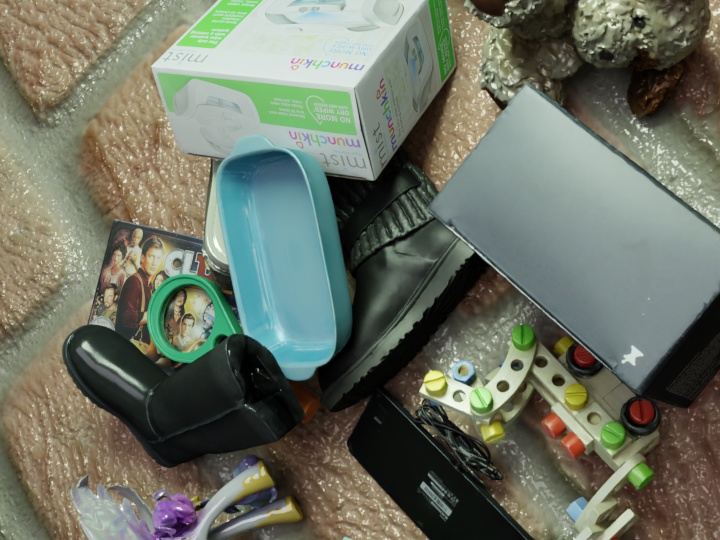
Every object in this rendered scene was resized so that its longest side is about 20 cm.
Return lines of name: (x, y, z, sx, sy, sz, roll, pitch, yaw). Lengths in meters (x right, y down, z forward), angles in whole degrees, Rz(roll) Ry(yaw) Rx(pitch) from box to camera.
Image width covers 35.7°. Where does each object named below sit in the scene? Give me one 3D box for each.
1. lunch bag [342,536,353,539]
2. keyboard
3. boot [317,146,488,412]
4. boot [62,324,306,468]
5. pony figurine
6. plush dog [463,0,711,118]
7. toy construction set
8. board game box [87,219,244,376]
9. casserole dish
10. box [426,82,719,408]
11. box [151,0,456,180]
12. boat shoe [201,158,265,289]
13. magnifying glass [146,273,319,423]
lunch bag: (-0.002, 0.285, 0.852, 0.077, 0.200, 0.162, 17, 87, 25)
keyboard: (0.079, 0.176, 0.932, 0.200, 0.039, 0.105, 44, 124, 24)
boot: (0.001, 0.000, 0.964, 0.158, 0.079, 0.211, 42, 93, 20)
boot: (-0.156, 0.093, 0.958, 0.199, 0.165, 0.066, -22, 26, 53)
pony figurine: (-0.149, 0.248, 0.972, 0.199, 0.167, 0.194, -30, 77, 2)
plush dog: (0.187, -0.209, 0.871, 0.171, 0.200, 0.161, 21, 69, 22)
toy construction set: (0.152, 0.126, 0.863, 0.131, 0.092, 0.200, -36, 74, -10)
board game box: (-0.166, 0.036, 1.065, 0.198, 0.035, 0.137, 12, 87, 27)
casserole dish: (-0.059, -0.012, 0.912, 0.121, 0.039, 0.202, -5, 99, 45)
box: (0.182, -0.011, 0.812, 0.197, 0.200, 0.118, 43, 100, 24)
box: (-0.044, -0.173, 0.961, 0.198, 0.097, 0.177, 11, 46, 27)
boat shoe: (-0.107, -0.079, 1.024, 0.071, 0.060, 0.203, 12, 59, -8)
magnifying glass: (-0.116, 0.072, 1.006, 0.199, 0.022, 0.080, 34, 96, 28)
